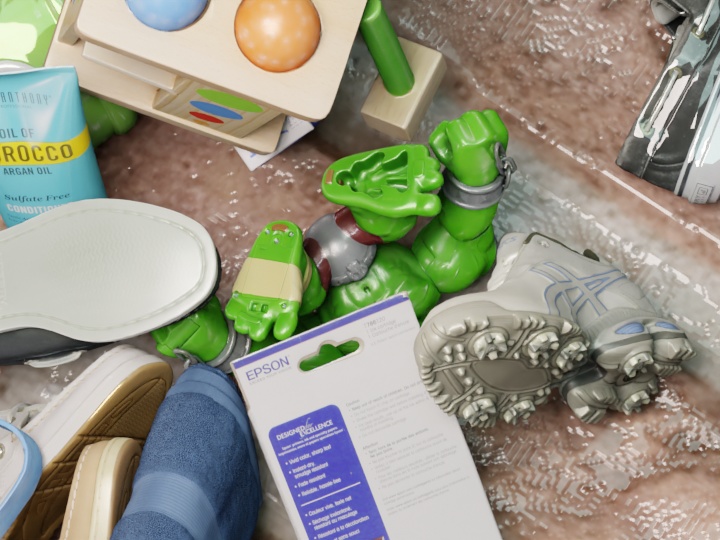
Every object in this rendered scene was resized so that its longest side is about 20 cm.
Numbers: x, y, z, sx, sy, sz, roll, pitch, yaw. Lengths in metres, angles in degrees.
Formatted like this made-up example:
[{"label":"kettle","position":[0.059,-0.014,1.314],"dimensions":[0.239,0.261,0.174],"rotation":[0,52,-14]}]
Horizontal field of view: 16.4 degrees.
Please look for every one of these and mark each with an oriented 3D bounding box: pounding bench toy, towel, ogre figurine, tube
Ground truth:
[{"label":"pounding bench toy","position":[-0.034,-0.130,1.214],"dimensions":[0.199,0.156,0.125],"rotation":[19,82,-13]},{"label":"towel","position":[-0.092,0.151,1.223],"dimensions":[0.048,0.112,0.200],"rotation":[7,48,13]},{"label":"ogre figurine","position":[0.000,0.000,1.299],"dimensions":[0.098,0.120,0.200],"rotation":[36,83,31]},{"label":"tube","position":[-0.163,-0.047,1.285],"dimensions":[0.077,0.200,0.051],"rotation":[-6,59,4]}]

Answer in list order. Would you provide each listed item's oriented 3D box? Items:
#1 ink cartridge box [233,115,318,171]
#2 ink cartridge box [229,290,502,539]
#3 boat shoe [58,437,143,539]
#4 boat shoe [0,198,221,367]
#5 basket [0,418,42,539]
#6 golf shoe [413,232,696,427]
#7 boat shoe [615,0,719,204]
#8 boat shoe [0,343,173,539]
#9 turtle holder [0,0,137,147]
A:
[{"label":"ink cartridge box","position":[-0.093,-0.151,1.333],"dimensions":[0.044,0.094,0.200],"rotation":[-34,95,9]},{"label":"ink cartridge box","position":[0.011,0.113,1.272],"dimensions":[0.099,0.039,0.201],"rotation":[-20,106,-3]},{"label":"boat shoe","position":[-0.152,0.173,1.255],"dimensions":[0.064,0.071,0.201],"rotation":[16,109,11]},{"label":"boat shoe","position":[-0.154,0.010,1.272],"dimensions":[0.199,0.060,0.076],"rotation":[-4,75,23]},{"label":"basket","position":[-0.271,0.135,1.239],"dimensions":[0.176,0.139,0.201],"rotation":[27,84,29]},{"label":"golf shoe","position":[0.082,0.024,1.279],"dimensions":[0.078,0.200,0.097],"rotation":[-44,61,25]},{"label":"boat shoe","position":[0.192,-0.138,1.361],"dimensions":[0.071,0.072,0.201],"rotation":[19,78,3]},{"label":"boat shoe","position":[-0.176,0.099,1.282],"dimensions":[0.200,0.071,0.069],"rotation":[-47,65,21]},{"label":"turtle holder","position":[-0.200,-0.134,1.344],"dimensions":[0.131,0.141,0.186],"rotation":[-30,77,-5]}]
